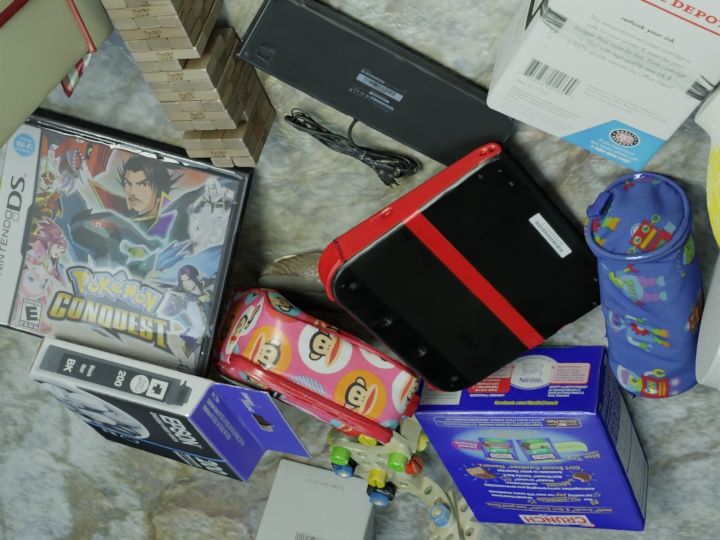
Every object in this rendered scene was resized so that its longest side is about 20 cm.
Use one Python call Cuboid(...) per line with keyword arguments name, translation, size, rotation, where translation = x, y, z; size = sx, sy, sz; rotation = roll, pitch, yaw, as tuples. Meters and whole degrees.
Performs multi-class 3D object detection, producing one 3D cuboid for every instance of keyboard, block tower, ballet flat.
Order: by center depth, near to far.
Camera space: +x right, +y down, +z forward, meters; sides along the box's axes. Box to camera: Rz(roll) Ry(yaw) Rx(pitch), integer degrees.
Cuboid(name="block tower", translation=(-0.122, -0.157, 1.010), size=(0.053, 0.058, 0.201), rotation=(0, 141, 22))
Cuboid(name="keyboard", translation=(0.005, -0.121, 1.037), size=(0.199, 0.021, 0.127), rotation=(27, 139, -12))
Cuboid(name="ballet flat", translation=(0.000, 0.000, 1.196), size=(0.198, 0.047, 0.067), rotation=(-5, 150, 38))

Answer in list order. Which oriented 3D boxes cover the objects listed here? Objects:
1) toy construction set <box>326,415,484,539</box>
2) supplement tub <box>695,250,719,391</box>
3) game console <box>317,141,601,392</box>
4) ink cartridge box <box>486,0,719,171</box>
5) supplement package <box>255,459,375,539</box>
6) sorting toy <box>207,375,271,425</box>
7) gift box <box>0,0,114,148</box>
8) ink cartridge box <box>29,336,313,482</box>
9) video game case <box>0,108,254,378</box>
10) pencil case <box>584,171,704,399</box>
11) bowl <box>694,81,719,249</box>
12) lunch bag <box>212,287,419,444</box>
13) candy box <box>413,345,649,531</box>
Cuboid(name="toy construction set", translation=(0.041, 0.187, 1.401), size=(0.130, 0.093, 0.201), rotation=(-10, 127, 37))
Cuboid(name="supplement tub", translation=(0.345, 0.043, 1.002), size=(0.198, 0.146, 0.146), rotation=(14, 146, 5))
Cuboid(name="game console", translation=(0.082, 0.005, 1.107), size=(0.176, 0.031, 0.200), rotation=(-35, 132, 15))
Cuboid(name="ink cartridge box", translation=(0.168, -0.158, 0.867), size=(0.115, 0.068, 0.200), rotation=(22, 146, -8))
Cuboid(name="supplement package", translation=(-0.047, 0.312, 1.591), size=(0.112, 0.110, 0.201), rotation=(12, 146, 8))
Cuboid(name="sorting toy", translation=(-0.185, 0.081, 1.322), size=(0.199, 0.037, 0.185), rotation=(35, 171, -26))
Cuboid(name="gift box", translation=(-0.285, -0.169, 0.945), size=(0.183, 0.187, 0.201), rotation=(-2, 127, 23))
Cuboid(name="ink cartridge box", translation=(-0.153, 0.125, 1.223), size=(0.198, 0.044, 0.198), rotation=(12, 160, 15))
Cuboid(name="video game case", translation=(-0.201, -0.020, 1.170), size=(0.198, 0.026, 0.183), rotation=(15, 106, 3))
Cuboid(name="pencil case", translation=(0.215, 0.016, 1.084), size=(0.086, 0.078, 0.201), rotation=(16, 149, 28))
Cuboid(name="bowl", translation=(0.260, -0.086, 0.839), size=(0.107, 0.200, 0.200), rotation=(38, 146, 4))
Cuboid(name="lunch bag", translation=(-0.032, 0.083, 1.226), size=(0.175, 0.083, 0.200), rotation=(26, 176, -13))
Cuboid(name="candy box", translation=(0.159, 0.153, 1.304), size=(0.167, 0.078, 0.201), rotation=(-1, 141, 24))
